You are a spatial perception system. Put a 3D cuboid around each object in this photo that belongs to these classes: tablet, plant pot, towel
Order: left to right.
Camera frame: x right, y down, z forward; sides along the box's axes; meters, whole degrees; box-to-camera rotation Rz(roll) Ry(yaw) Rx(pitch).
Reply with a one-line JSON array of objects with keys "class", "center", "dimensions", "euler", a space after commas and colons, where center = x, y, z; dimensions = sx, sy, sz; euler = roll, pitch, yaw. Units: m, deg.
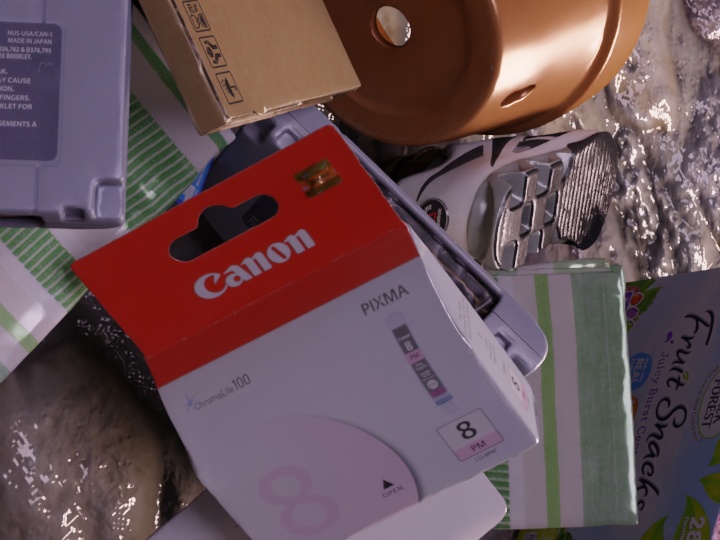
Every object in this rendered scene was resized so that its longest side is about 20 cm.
[{"class": "towel", "center": [-0.171, -0.049, 1.108], "dimensions": [0.200, 0.023, 0.153], "euler": [-47, 121, -13]}, {"class": "tablet", "center": [-0.028, 0.151, 1.231], "dimensions": [0.200, 0.014, 0.130], "euler": [-40, 111, -3]}, {"class": "plant pot", "center": [0.047, -0.157, 1.272], "dimensions": [0.140, 0.199, 0.201], "euler": [-40, 108, -51]}, {"class": "towel", "center": [0.056, 0.073, 1.289], "dimensions": [0.199, 0.023, 0.153], "euler": [-2, 85, 3]}]

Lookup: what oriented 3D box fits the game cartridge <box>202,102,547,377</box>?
[{"class": "game cartridge", "center": [0.000, 0.000, 1.219], "dimensions": [0.200, 0.133, 0.042], "euler": [44, 64, -3]}]

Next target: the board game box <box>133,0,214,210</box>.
[{"class": "board game box", "center": [-0.137, -0.161, 1.190], "dimensions": [0.199, 0.041, 0.201], "euler": [37, 59, -32]}]

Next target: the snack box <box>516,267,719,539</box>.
[{"class": "snack box", "center": [0.197, 0.099, 1.392], "dimensions": [0.068, 0.168, 0.201], "euler": [35, 62, -31]}]

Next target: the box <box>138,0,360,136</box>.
[{"class": "box", "center": [-0.078, -0.170, 1.111], "dimensions": [0.201, 0.021, 0.163], "euler": [65, 25, 1]}]

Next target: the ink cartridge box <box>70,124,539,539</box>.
[{"class": "ink cartridge box", "center": [-0.027, 0.045, 1.127], "dimensions": [0.200, 0.162, 0.057], "euler": [51, 21, -34]}]

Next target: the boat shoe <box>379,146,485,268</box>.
[{"class": "boat shoe", "center": [0.037, 0.023, 1.335], "dimensions": [0.072, 0.068, 0.201], "euler": [10, 77, -39]}]

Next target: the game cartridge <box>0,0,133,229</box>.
[{"class": "game cartridge", "center": [-0.206, -0.088, 1.040], "dimensions": [0.199, 0.041, 0.134], "euler": [2, 81, -5]}]

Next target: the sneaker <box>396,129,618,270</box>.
[{"class": "sneaker", "center": [0.085, -0.050, 1.304], "dimensions": [0.200, 0.088, 0.074], "euler": [-11, 113, -60]}]
